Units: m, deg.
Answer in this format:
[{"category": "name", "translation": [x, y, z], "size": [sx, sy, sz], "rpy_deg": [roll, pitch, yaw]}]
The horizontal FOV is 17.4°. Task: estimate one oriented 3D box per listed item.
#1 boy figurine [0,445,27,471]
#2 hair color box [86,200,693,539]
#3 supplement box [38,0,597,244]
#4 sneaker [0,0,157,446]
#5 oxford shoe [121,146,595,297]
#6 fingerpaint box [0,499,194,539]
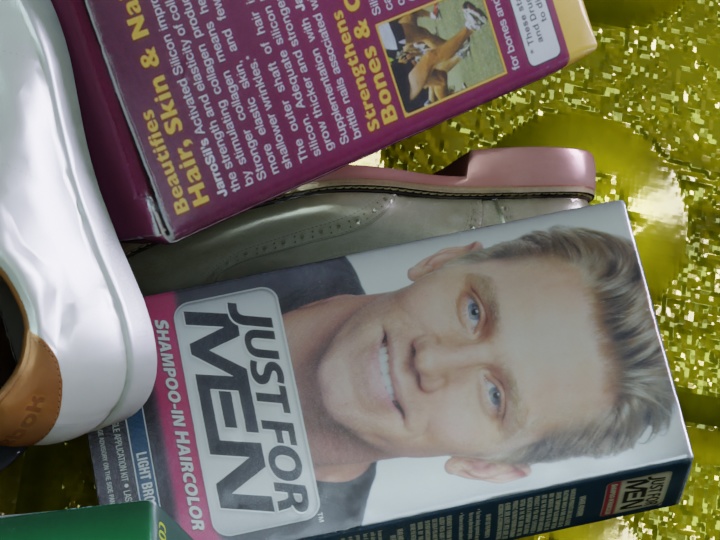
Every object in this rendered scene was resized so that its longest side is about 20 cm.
[{"category": "boy figurine", "translation": [-0.187, -0.006, 0.760], "size": [0.124, 0.064, 0.201], "rpy_deg": [-34, 95, -26]}, {"category": "hair color box", "translation": [0.006, 0.048, 0.817], "size": [0.199, 0.061, 0.100], "rpy_deg": [-12, 68, -4]}, {"category": "supplement box", "translation": [-0.034, -0.101, 0.831], "size": [0.199, 0.103, 0.132], "rpy_deg": [-24, 102, -32]}, {"category": "sneaker", "translation": [-0.133, -0.040, 0.731], "size": [0.085, 0.073, 0.201], "rpy_deg": [-15, 77, -54]}, {"category": "oxford shoe", "translation": [0.000, 0.000, 0.881], "size": [0.199, 0.071, 0.074], "rpy_deg": [-8, 82, -12]}, {"category": "fingerpaint box", "translation": [-0.066, 0.193, 0.715], "size": [0.073, 0.167, 0.201], "rpy_deg": [-8, 63, 13]}]
